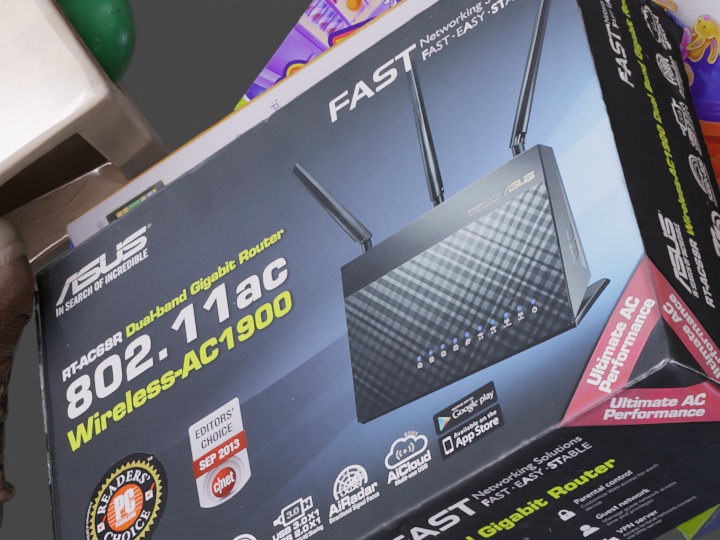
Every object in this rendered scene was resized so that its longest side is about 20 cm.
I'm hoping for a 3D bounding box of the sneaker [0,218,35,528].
[{"bbox_3d":[-0.123,0.049,0.800,0.070,0.200,0.076,-27,81,-26],"label":"sneaker"}]

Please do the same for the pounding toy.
[{"bbox_3d":[-0.148,-0.065,0.844,0.200,0.184,0.142,-35,84,-1],"label":"pounding toy"}]

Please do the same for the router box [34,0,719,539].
[{"bbox_3d":[0.006,0.023,0.730,0.200,0.062,0.150,-32,45,24],"label":"router box"}]

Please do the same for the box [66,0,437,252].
[{"bbox_3d":[0.000,0.000,0.826,0.200,0.041,0.119,-31,80,27],"label":"box"}]

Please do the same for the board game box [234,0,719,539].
[{"bbox_3d":[0.076,-0.036,0.833,0.200,0.045,0.135,43,110,17],"label":"board game box"}]
